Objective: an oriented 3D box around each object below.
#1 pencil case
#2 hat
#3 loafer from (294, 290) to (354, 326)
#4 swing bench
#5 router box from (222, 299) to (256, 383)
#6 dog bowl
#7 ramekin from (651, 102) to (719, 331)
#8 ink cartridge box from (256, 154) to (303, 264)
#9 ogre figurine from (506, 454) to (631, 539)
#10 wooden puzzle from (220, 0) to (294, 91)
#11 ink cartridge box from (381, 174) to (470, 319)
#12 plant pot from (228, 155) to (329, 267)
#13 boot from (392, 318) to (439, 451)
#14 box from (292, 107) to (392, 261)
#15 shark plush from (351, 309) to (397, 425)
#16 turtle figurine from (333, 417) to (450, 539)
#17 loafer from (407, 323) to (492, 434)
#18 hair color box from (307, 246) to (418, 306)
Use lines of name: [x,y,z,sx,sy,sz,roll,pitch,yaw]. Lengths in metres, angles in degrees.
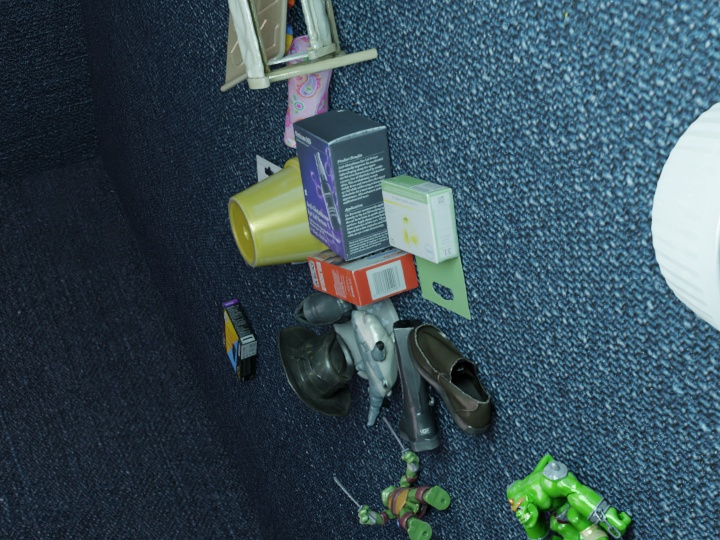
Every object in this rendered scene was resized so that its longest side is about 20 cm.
pencil case: [-0.085,-0.291,1.566,0.088,0.086,0.201,55,154,35]
hat: [-0.063,0.163,1.697,0.081,0.200,0.202,-41,62,24]
loafer: [-0.065,0.070,1.664,0.200,0.070,0.069,-19,90,69]
swing bench: [-0.104,-0.387,1.364,0.129,0.198,0.202,22,127,62]
router box: [-0.342,0.200,2.631,0.150,0.050,0.201,60,156,31]
dog bowl: [0.008,0.104,1.688,0.200,0.058,0.202,51,151,43]
ramekin: [0.304,-0.038,0.667,0.105,0.198,0.203,-140,36,-67]
ink cartridge box: [-0.161,-0.131,1.942,0.160,0.047,0.203,33,132,59]
ogre figurine: [0.255,0.311,1.212,0.120,0.098,0.200,48,170,8]
wooden puzzle: [-0.160,-0.404,1.531,0.184,0.046,0.203,-11,70,53]
ink cartridge box: [0.095,-0.032,1.380,0.145,0.047,0.203,26,129,61]
plant pot: [-0.128,-0.095,1.682,0.201,0.187,0.203,49,150,42]
boot: [0.083,0.179,1.548,0.165,0.065,0.203,-163,61,-81]
box: [-0.023,-0.141,1.499,0.148,0.103,0.203,35,139,57]
shark plush: [0.026,0.164,1.596,0.082,0.091,0.202,9,123,26]
turtle figurine: [0.059,0.400,1.691,0.193,0.143,0.203,5,116,63]
loafer: [0.141,0.147,1.396,0.201,0.072,0.072,53,141,33]
hair color box: [0.000,0.000,1.550,0.199,0.110,0.065,14,120,64]
